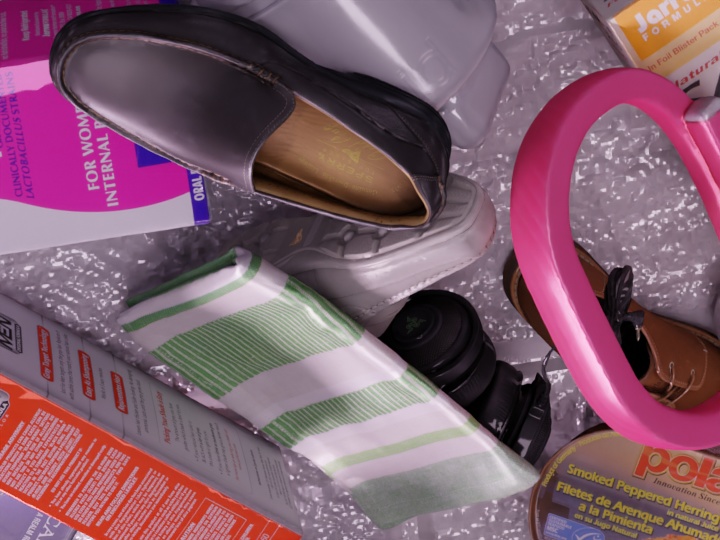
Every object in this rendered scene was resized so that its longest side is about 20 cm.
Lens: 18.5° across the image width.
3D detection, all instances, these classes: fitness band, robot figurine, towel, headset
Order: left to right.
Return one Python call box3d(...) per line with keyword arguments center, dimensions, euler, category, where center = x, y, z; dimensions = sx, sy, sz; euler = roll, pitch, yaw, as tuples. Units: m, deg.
box3d(center=(-0.021, 0.066, 1.166), dimensions=(0.200, 0.152, 0.023), euler=(40, 59, -17), category="towel")
box3d(center=(-0.010, -0.140, 1.100), dimensions=(0.169, 0.113, 0.200), euler=(-26, 119, 37), category="robot figurine")
box3d(center=(0.063, 0.054, 1.192), dimensions=(0.199, 0.094, 0.123), euler=(-20, 126, 45), category="headset")
box3d(center=(0.151, -0.005, 1.111), dimensions=(0.143, 0.037, 0.201), euler=(-40, 112, -29), category="fitness band")

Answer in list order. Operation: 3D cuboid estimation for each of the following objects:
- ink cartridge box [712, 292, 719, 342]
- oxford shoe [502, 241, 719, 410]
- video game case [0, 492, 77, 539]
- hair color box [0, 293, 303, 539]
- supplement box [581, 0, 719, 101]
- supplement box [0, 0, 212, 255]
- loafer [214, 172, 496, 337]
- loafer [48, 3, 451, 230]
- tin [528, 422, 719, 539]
box3d(center=(0.316, 0.060, 1.224), dimensions=(0.198, 0.162, 0.050), euler=(-5, 135, -16), category="ink cartridge box")
box3d(center=(0.164, 0.059, 1.244), dimensions=(0.199, 0.071, 0.072), euler=(33, 102, -23), category="oxford shoe")
box3d(center=(-0.230, 0.080, 1.208), dimensions=(0.199, 0.019, 0.143), euler=(26, 106, -21), category="video game case")
box3d(center=(-0.132, 0.094, 1.167), dimensions=(0.199, 0.102, 0.061), euler=(32, 105, -20), category="hair color box")
box3d(center=(0.221, -0.103, 1.181), dimensions=(0.126, 0.074, 0.200), euler=(-35, 114, 6), category="supplement box")
box3d(center=(-0.181, -0.072, 1.106), dimensions=(0.198, 0.104, 0.102), euler=(-9, 116, -5), category="supplement box")
box3d(center=(0.000, 0.000, 1.145), dimensions=(0.199, 0.070, 0.070), euler=(-15, 128, 46), category="loafer")
box3d(center=(-0.049, -0.071, 1.031), dimensions=(0.198, 0.072, 0.073), euler=(14, 115, -9), category="loafer")
box3d(center=(0.193, 0.151, 1.232), dimensions=(0.199, 0.042, 0.113), euler=(18, 111, 16), category="tin")
